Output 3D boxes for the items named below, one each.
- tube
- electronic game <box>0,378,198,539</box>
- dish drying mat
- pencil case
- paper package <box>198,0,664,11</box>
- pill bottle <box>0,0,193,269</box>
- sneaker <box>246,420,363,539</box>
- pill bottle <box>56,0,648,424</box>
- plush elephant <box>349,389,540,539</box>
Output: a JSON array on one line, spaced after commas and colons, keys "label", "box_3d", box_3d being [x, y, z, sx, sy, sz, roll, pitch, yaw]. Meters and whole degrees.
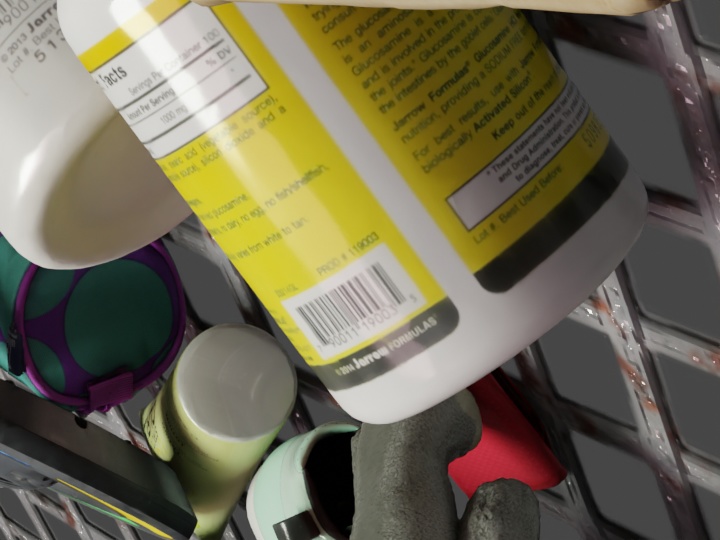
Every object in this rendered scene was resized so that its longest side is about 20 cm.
[{"label": "tube", "box_3d": [-0.069, 0.074, 1.134, 0.052, 0.058, 0.200, 16, 162, -7]}, {"label": "electronic game", "box_3d": [-0.161, 0.069, 1.106, 0.199, 0.042, 0.200, 24, 172, 4]}, {"label": "dish drying mat", "box_3d": [0.000, 0.000, 0.939, 0.200, 0.018, 0.077, 52, 156, -8]}, {"label": "pencil case", "box_3d": [-0.164, 0.003, 1.144, 0.200, 0.085, 0.093, 19, 109, 51]}, {"label": "paper package", "box_3d": [0.016, -0.155, 0.471, 0.190, 0.103, 0.201, 13, 124, 60]}, {"label": "pill bottle", "box_3d": [-0.126, -0.107, 0.871, 0.200, 0.114, 0.115, 48, 158, 20]}, {"label": "sneaker", "box_3d": [0.029, 0.147, 1.028, 0.201, 0.074, 0.118, 50, 164, 5]}, {"label": "pill bottle", "box_3d": [-0.015, -0.065, 0.748, 0.200, 0.112, 0.112, 54, 156, -8]}, {"label": "plush elephant", "box_3d": [0.040, 0.163, 0.902, 0.155, 0.165, 0.200, 31, -159, -30]}]
